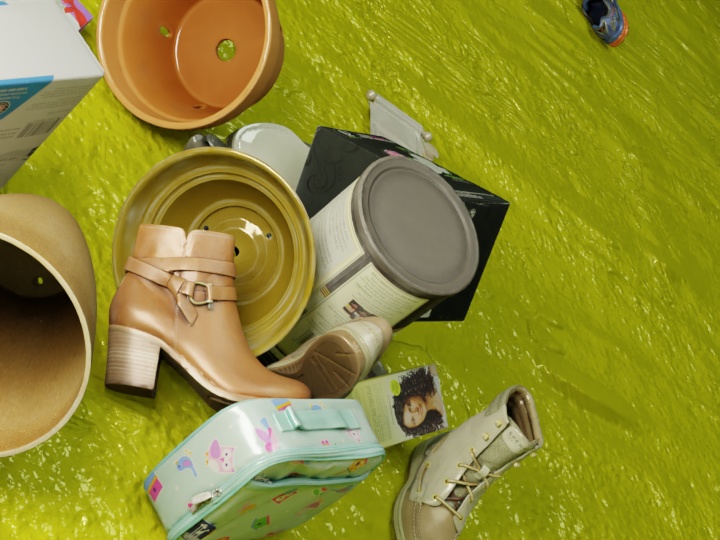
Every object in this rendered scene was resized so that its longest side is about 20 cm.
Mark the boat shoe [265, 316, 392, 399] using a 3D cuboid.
[{"bbox_3d":[-0.037,0.100,1.370,0.064,0.199,0.072,-31,89,-40],"label":"boat shoe"}]

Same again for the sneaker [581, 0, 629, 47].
[{"bbox_3d":[0.472,-0.540,2.904,0.078,0.075,0.202,16,44,-42],"label":"sneaker"}]

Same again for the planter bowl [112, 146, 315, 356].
[{"bbox_3d":[-0.130,-0.016,1.391,0.201,0.199,0.083,55,11,3],"label":"planter bowl"}]

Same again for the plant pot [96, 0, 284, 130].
[{"bbox_3d":[-0.167,-0.248,1.578,0.201,0.199,0.140,58,14,8],"label":"plant pot"}]

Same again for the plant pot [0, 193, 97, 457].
[{"bbox_3d":[-0.282,0.018,1.154,0.186,0.186,0.200,45,18,-14],"label":"plant pot"}]

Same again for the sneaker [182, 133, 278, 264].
[{"bbox_3d":[-0.138,-0.072,1.505,0.114,0.076,0.200,31,18,-25],"label":"sneaker"}]

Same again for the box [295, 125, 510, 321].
[{"bbox_3d":[0.034,-0.051,1.604,0.199,0.150,0.124,31,16,33],"label":"box"}]

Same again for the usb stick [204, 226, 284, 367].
[{"bbox_3d":[-0.133,0.020,1.486,0.201,0.033,0.055,53,36,-2],"label":"usb stick"}]

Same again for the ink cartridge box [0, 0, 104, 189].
[{"bbox_3d":[-0.327,-0.123,1.186,0.086,0.199,0.146,56,29,8],"label":"ink cartridge box"}]

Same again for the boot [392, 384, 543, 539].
[{"bbox_3d":[0.115,0.215,1.512,0.072,0.154,0.201,43,31,-17],"label":"boot"}]

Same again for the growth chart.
[{"bbox_3d":[0.054,-0.156,1.953,0.144,0.018,0.201,39,33,-26],"label":"growth chart"}]

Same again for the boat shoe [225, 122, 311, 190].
[{"bbox_3d":[-0.084,-0.121,1.677,0.200,0.060,0.073,15,84,-45],"label":"boat shoe"}]

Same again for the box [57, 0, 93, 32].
[{"bbox_3d":[-0.373,-0.293,1.461,0.200,0.039,0.137,47,31,-12],"label":"box"}]

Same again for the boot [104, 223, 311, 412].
[{"bbox_3d":[-0.128,0.047,1.324,0.197,0.077,0.157,11,73,-5],"label":"boot"}]

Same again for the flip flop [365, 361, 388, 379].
[{"bbox_3d":[-0.010,0.073,1.579,0.201,0.057,0.081,53,32,-6],"label":"flip flop"}]

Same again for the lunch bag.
[{"bbox_3d":[-0.080,0.173,1.272,0.199,0.160,0.078,4,55,-55],"label":"lunch bag"}]

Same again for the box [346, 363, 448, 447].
[{"bbox_3d":[0.012,0.148,1.506,0.199,0.050,0.076,-11,87,-51],"label":"box"}]

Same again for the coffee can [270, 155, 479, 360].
[{"bbox_3d":[0.000,0.000,1.443,0.145,0.200,0.148,21,52,-29],"label":"coffee can"}]
